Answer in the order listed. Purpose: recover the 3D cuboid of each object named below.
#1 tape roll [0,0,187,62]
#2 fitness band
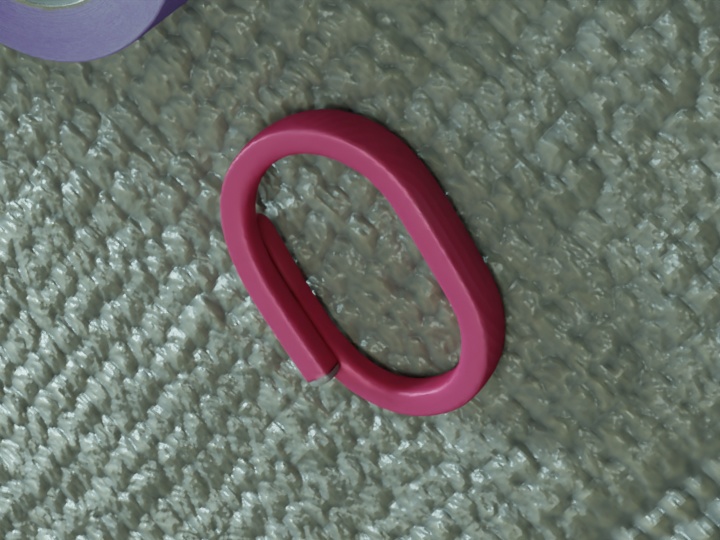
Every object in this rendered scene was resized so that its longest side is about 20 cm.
[{"bbox_3d":[-0.170,-0.220,1.115,0.199,0.066,0.201,16,126,23],"label":"tape roll"},{"bbox_3d":[0.000,0.000,1.172,0.143,0.037,0.200,-21,108,39],"label":"fitness band"}]
